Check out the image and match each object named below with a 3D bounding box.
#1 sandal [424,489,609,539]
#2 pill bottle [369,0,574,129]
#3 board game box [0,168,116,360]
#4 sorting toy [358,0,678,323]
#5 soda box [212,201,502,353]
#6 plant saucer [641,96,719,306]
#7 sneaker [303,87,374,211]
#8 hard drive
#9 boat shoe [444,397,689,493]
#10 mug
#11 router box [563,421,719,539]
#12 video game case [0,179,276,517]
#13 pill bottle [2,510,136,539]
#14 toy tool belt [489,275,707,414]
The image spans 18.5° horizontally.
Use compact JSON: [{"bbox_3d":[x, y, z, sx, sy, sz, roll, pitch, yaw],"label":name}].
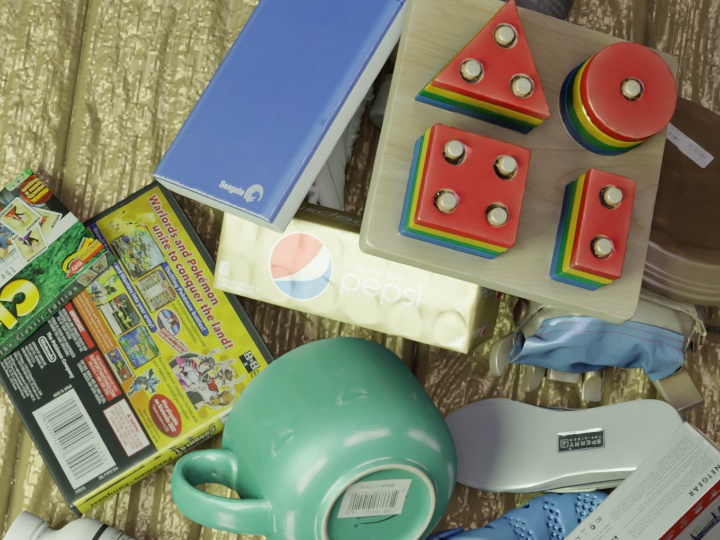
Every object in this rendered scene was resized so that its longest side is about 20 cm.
[{"bbox_3d":[0.103,0.212,1.614,0.200,0.087,0.080,-20,82,-6],"label":"sandal"},{"bbox_3d":[0.090,-0.184,1.649,0.114,0.114,0.200,25,82,1],"label":"pill bottle"},{"bbox_3d":[-0.288,0.022,1.632,0.200,0.023,0.105,-42,66,-11],"label":"board game box"},{"bbox_3d":[0.119,-0.088,1.509,0.200,0.070,0.199,15,74,-13],"label":"sorting toy"},{"bbox_3d":[0.000,0.000,1.582,0.200,0.064,0.068,15,103,18],"label":"soda box"},{"bbox_3d":[0.233,-0.061,1.624,0.200,0.029,0.200,14,47,-15],"label":"plant saucer"},{"bbox_3d":[-0.025,-0.121,1.662,0.081,0.075,0.200,-6,83,-11],"label":"sneaker"},{"bbox_3d":[-0.052,-0.132,1.578,0.132,0.025,0.200,22,77,43],"label":"hard drive"},{"bbox_3d":[0.153,0.131,1.626,0.200,0.066,0.072,-10,66,24],"label":"boat shoe"},{"bbox_3d":[-0.021,0.150,1.567,0.185,0.114,0.152,-40,130,2],"label":"mug"},{"bbox_3d":[0.190,0.219,1.567,0.200,0.180,0.049,-44,62,-6],"label":"router box"},{"bbox_3d":[-0.176,0.053,1.623,0.181,0.026,0.200,-31,64,-5],"label":"video game case"},{"bbox_3d":[-0.170,0.252,1.587,0.200,0.112,0.113,26,83,2],"label":"pill bottle"},{"bbox_3d":[0.155,0.041,1.617,0.200,0.125,0.123,4,78,-7],"label":"toy tool belt"}]
